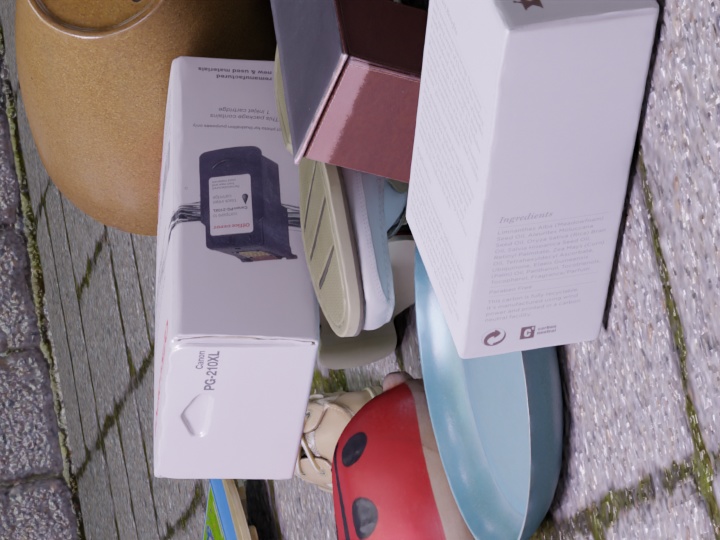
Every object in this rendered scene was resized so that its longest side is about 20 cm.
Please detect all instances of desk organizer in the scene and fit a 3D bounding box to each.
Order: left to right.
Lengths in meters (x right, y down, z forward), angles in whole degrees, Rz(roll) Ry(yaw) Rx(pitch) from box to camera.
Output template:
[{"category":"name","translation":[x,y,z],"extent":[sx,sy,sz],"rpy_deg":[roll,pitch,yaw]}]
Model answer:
[{"category":"desk organizer","translation":[0.003,-0.135,1.441],"extent":[0.200,0.077,0.072],"rpy_deg":[-100,29,-50]}]

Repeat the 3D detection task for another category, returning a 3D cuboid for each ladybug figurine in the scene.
[{"category":"ladybug figurine","translation":[0.028,0.157,1.533],"extent":[0.136,0.072,0.201],"rpy_deg":[128,132,-73]}]

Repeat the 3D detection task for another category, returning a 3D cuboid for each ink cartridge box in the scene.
[{"category":"ink cartridge box","translation":[-0.073,0.001,1.539],"extent":[0.145,0.084,0.200],"rpy_deg":[101,169,-53]}]

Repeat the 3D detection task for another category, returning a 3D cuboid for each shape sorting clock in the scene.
[{"category":"shape sorting clock","translation":[-0.092,0.251,2.175],"extent":[0.200,0.039,0.201],"rpy_deg":[170,90,-77]}]

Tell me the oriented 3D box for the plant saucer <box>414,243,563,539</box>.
[{"category":"plant saucer","translation":[0.068,0.048,1.399],"extent":[0.200,0.027,0.201],"rpy_deg":[172,90,-77]}]

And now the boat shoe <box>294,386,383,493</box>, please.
[{"category":"boat shoe","translation":[-0.019,0.111,1.723],"extent":[0.200,0.065,0.072],"rpy_deg":[-174,76,-77]}]

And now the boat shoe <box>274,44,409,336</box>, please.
[{"category":"boat shoe","translation":[0.002,-0.054,1.455],"extent":[0.075,0.068,0.200],"rpy_deg":[109,156,-52]}]

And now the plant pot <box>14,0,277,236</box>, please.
[{"category":"plant pot","translation":[-0.136,-0.143,1.634],"extent":[0.200,0.186,0.187],"rpy_deg":[64,-168,-68]}]

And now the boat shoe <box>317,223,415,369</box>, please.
[{"category":"boat shoe","translation":[0.000,0.000,1.577],"extent":[0.200,0.071,0.063],"rpy_deg":[107,155,-70]}]

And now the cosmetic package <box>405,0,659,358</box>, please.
[{"category":"cosmetic package","translation":[0.073,-0.067,1.207],"extent":[0.200,0.071,0.102],"rpy_deg":[95,162,-45]}]
